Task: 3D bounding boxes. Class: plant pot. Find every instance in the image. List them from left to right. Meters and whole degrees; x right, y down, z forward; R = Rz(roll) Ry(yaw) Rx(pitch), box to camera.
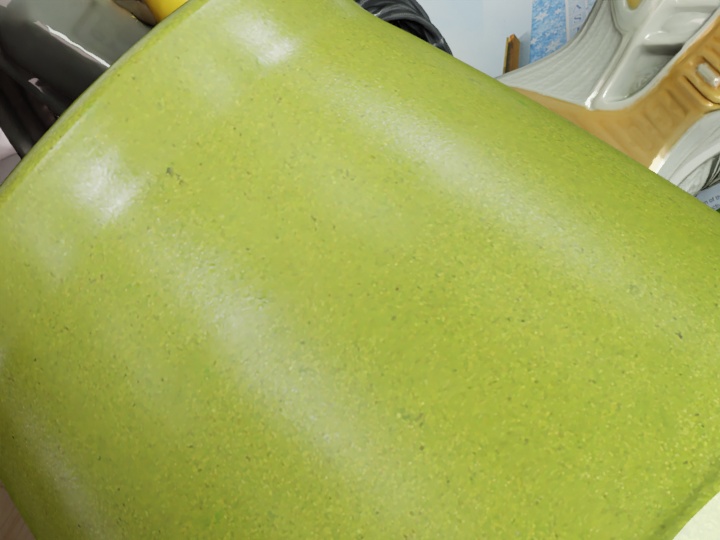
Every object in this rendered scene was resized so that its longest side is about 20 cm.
[{"bbox_3d":[0.009,0.037,0.671,0.193,0.200,0.200,44,103,6],"label":"plant pot"}]

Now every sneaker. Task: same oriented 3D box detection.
[{"bbox_3d":[0.074,-0.032,0.833,0.200,0.088,0.076,-39,71,15],"label":"sneaker"}]

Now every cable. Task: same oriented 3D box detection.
[{"bbox_3d":[-0.094,-0.079,0.762,0.200,0.050,0.097,36,141,-7],"label":"cable"}]

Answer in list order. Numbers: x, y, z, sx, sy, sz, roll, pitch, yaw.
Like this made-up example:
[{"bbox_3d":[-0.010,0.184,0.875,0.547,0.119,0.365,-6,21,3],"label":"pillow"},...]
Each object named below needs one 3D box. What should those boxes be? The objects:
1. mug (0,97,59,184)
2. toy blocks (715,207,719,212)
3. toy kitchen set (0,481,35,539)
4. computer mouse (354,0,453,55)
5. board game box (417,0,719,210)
[{"bbox_3d":[-0.083,-0.128,0.866,0.199,0.148,0.176,-20,90,14],"label":"mug"},{"bbox_3d":[0.117,0.057,0.829,0.200,0.100,0.137,-34,92,34],"label":"toy blocks"},{"bbox_3d":[-0.134,0.166,0.760,0.162,0.181,0.201,8,117,7],"label":"toy kitchen set"},{"bbox_3d":[0.000,0.000,0.883,0.058,0.034,0.201,-15,130,-24],"label":"computer mouse"},{"bbox_3d":[0.107,-0.104,0.884,0.199,0.041,0.200,-21,93,13],"label":"board game box"}]
